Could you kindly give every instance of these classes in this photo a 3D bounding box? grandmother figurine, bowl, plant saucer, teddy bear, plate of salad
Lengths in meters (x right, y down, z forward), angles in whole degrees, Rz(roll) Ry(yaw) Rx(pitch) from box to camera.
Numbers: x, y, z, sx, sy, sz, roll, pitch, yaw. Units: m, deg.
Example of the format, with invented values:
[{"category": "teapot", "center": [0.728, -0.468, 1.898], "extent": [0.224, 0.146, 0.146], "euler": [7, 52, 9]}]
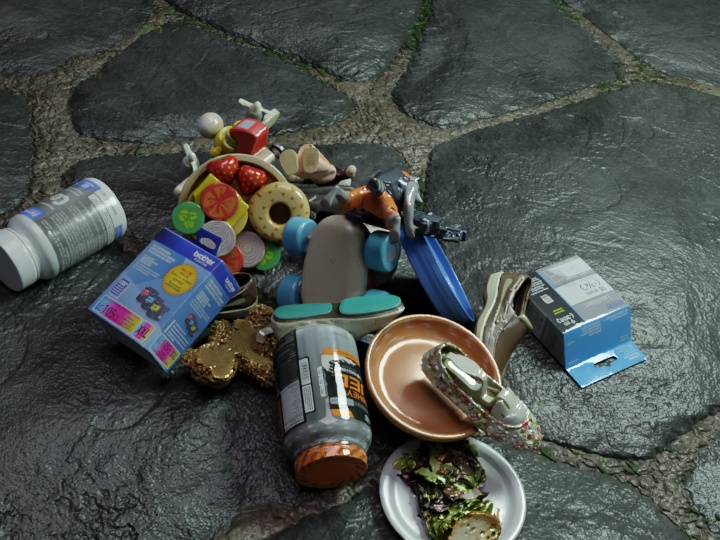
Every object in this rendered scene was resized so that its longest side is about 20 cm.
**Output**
[{"category": "grandmother figurine", "center": [-0.063, -0.171, 1.615], "extent": [0.121, 0.200, 0.061], "euler": [5, 85, 17]}, {"category": "bowl", "center": [0.116, 0.000, 1.449], "extent": [0.039, 0.201, 0.201], "euler": [-29, 46, 10]}, {"category": "plant saucer", "center": [0.100, 0.154, 1.304], "extent": [0.200, 0.037, 0.200], "euler": [8, 53, -11]}, {"category": "teddy bear", "center": [-0.172, 0.119, 1.374], "extent": [0.145, 0.067, 0.200], "euler": [27, 39, 6]}, {"category": "plate of salad", "center": [0.125, 0.293, 1.236], "extent": [0.200, 0.048, 0.200], "euler": [4, 44, -4]}]

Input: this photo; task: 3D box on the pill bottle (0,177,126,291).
[{"category": "pill bottle", "center": [-0.483, -0.057, 1.465], "extent": [0.114, 0.114, 0.200], "euler": [32, 48, 24]}]

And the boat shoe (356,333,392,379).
[{"category": "boat shoe", "center": [0.064, 0.135, 1.384], "extent": [0.200, 0.072, 0.072], "euler": [24, 40, 2]}]

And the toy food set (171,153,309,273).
[{"category": "toy food set", "center": [-0.199, -0.088, 1.501], "extent": [0.200, 0.198, 0.049], "euler": [40, 5, -15]}]

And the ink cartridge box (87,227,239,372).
[{"category": "ink cartridge box", "center": [-0.274, 0.029, 1.347], "extent": [0.136, 0.076, 0.200], "euler": [26, 65, 32]}]

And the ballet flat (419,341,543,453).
[{"category": "ballet flat", "center": [0.166, 0.169, 1.248], "extent": [0.200, 0.064, 0.076], "euler": [36, 52, 10]}]

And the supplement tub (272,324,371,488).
[{"category": "supplement tub", "center": [-0.052, 0.185, 1.260], "extent": [0.122, 0.123, 0.200], "euler": [-3, 53, -11]}]

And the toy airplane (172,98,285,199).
[{"category": "toy airplane", "center": [-0.231, -0.209, 1.599], "extent": [0.141, 0.199, 0.200], "euler": [51, 15, -11]}]

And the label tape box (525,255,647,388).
[{"category": "label tape box", "center": [0.352, 0.076, 1.485], "extent": [0.144, 0.063, 0.200], "euler": [-19, 49, -25]}]

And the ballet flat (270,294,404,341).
[{"category": "ballet flat", "center": [-0.030, 0.075, 1.340], "extent": [0.199, 0.062, 0.067], "euler": [-5, 25, 12]}]

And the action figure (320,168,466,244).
[{"category": "action figure", "center": [0.057, -0.098, 1.328], "extent": [0.200, 0.105, 0.193], "euler": [14, 21, 14]}]

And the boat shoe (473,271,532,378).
[{"category": "boat shoe", "center": [0.222, 0.084, 1.407], "extent": [0.075, 0.075, 0.203], "euler": [-6, 54, 29]}]

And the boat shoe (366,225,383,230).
[{"category": "boat shoe", "center": [0.006, -0.055, 1.580], "extent": [0.200, 0.071, 0.065], "euler": [-14, 83, -22]}]

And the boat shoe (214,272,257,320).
[{"category": "boat shoe", "center": [-0.257, 0.043, 1.422], "extent": [0.202, 0.075, 0.075], "euler": [-15, 48, -22]}]

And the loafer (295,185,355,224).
[{"category": "loafer", "center": [-0.099, -0.105, 1.600], "extent": [0.199, 0.073, 0.072], "euler": [-5, 74, 2]}]

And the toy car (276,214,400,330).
[{"category": "toy car", "center": [0.000, 0.000, 1.476], "extent": [0.184, 0.177, 0.200], "euler": [10, 8, 30]}]
